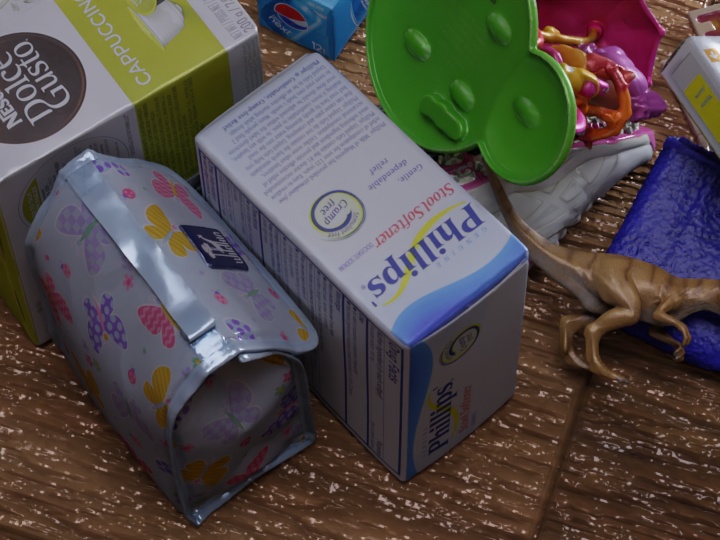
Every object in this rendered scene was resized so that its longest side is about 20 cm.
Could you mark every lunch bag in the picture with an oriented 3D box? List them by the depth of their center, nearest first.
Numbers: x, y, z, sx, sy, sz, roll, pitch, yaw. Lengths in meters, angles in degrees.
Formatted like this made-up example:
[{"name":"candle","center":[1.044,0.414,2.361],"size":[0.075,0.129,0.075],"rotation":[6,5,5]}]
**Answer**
[{"name":"lunch bag","center":[-0.113,0.033,1.378],"size":[0.127,0.200,0.170],"rotation":[-35,65,-14]}]

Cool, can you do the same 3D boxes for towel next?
[{"name":"towel","center":[0.261,0.003,1.477],"size":[0.199,0.050,0.148],"rotation":[25,67,14]}]

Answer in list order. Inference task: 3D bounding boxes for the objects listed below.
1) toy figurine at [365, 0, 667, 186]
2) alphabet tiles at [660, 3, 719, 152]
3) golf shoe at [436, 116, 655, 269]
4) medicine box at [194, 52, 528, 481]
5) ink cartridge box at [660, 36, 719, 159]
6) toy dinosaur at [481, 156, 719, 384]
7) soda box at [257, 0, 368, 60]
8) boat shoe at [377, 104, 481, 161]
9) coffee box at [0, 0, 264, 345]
[{"name":"toy figurine","center":[0.132,-0.135,1.455],"size":[0.183,0.151,0.200],"rotation":[-3,42,-42]},{"name":"alphabet tiles","center":[0.311,-0.114,1.574],"size":[0.166,0.008,0.201],"rotation":[-16,62,-8]},{"name":"golf shoe","center":[0.116,-0.046,1.508],"size":[0.199,0.092,0.075],"rotation":[-19,19,-30]},{"name":"medicine box","center":[0.000,0.000,1.409],"size":[0.103,0.183,0.200],"rotation":[-38,67,-19]},{"name":"ink cartridge box","center":[0.320,-0.070,1.471],"size":[0.197,0.047,0.201],"rotation":[-4,55,-39]},{"name":"toy dinosaur","center":[0.155,0.012,1.445],"size":[0.199,0.060,0.107],"rotation":[19,90,5]},{"name":"soda box","center":[0.004,-0.252,1.623],"size":[0.068,0.064,0.201],"rotation":[27,64,15]},{"name":"boat shoe","center":[0.068,-0.106,1.533],"size":[0.200,0.071,0.072],"rotation":[-38,66,-20]},{"name":"coffee box","center":[-0.192,-0.116,1.467],"size":[0.197,0.200,0.200],"rotation":[-31,64,-16]}]
